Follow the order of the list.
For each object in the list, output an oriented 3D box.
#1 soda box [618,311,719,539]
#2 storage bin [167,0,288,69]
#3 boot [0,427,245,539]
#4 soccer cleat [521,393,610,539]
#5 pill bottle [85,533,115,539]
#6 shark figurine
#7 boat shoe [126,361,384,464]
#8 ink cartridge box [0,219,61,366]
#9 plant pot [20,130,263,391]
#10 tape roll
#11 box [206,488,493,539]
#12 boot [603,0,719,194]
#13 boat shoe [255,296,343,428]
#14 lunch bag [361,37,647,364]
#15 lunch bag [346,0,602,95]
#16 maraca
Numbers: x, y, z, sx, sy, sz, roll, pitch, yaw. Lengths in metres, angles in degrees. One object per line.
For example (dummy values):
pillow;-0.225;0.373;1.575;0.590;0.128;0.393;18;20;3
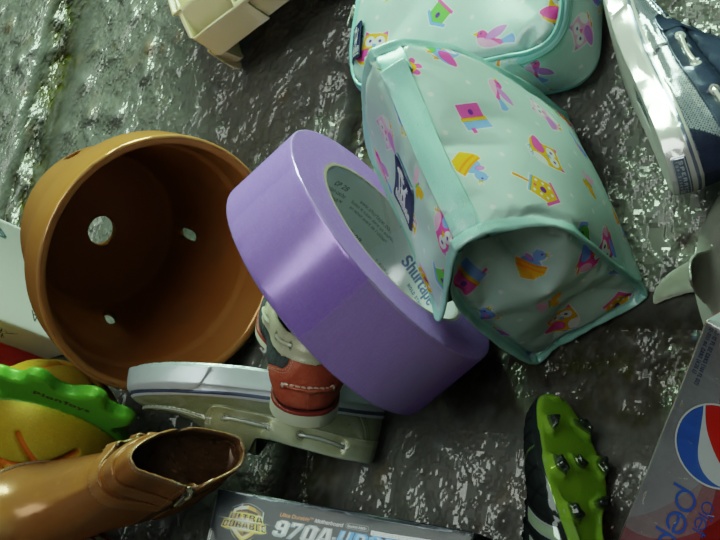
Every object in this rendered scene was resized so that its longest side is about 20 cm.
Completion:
soda box;0.206;0.121;0.856;0.070;0.063;0.201;30;119;27
storage bin;-0.074;-0.305;1.255;0.199;0.094;0.200;-32;58;22
boot;-0.189;0.154;1.054;0.155;0.199;0.074;-29;78;57
soccer cleat;0.126;0.179;0.953;0.081;0.067;0.201;-31;57;38
pill bottle;-0.198;0.262;1.125;0.199;0.109;0.110;18;84;39
shark figurine;0.237;0.027;0.913;0.128;0.089;0.216;-30;56;25
boat shoe;-0.080;0.104;1.093;0.198;0.072;0.063;4;82;14
ink cartridge box;-0.316;0.043;1.234;0.044;0.200;0.177;-16;65;29
plant pot;-0.185;-0.019;1.179;0.140;0.199;0.201;23;87;55
tape roll;0.000;0.000;1.020;0.066;0.200;0.201;-40;55;16
box;-0.021;0.245;1.016;0.199;0.046;0.160;5;76;23
boot;0.225;-0.135;0.991;0.090;0.073;0.201;-18;48;7
boat shoe;-0.040;0.039;1.069;0.200;0.071;0.063;-97;10;-67
lunch bag;0.083;-0.050;0.979;0.122;0.200;0.171;-33;58;21
lunch bag;0.082;-0.204;1.114;0.199;0.077;0.162;-7;69;34
maraca;-0.244;0.119;1.171;0.200;0.136;0.108;129;155;-61
